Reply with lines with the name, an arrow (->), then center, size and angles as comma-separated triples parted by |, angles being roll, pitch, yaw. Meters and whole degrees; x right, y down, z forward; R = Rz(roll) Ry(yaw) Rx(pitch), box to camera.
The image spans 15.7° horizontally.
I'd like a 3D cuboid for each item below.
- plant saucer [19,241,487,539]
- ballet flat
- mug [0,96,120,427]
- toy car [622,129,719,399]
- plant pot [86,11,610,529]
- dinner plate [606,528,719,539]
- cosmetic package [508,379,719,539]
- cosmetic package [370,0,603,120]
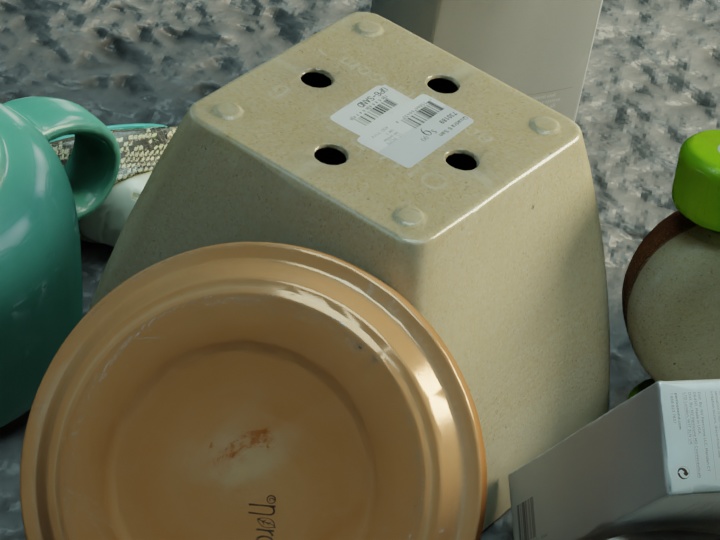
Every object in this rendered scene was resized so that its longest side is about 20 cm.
plant saucer -> -0.047, 0.088, 1.088 | 0.199, 0.202, 0.032 | 18, 0, 11
ballet flat -> -0.087, -0.043, 1.351 | 0.199, 0.068, 0.076 | -11, 57, -29
mug -> -0.204, -0.024, 1.222 | 0.151, 0.115, 0.186 | 7, 48, 5
toy car -> 0.199, -0.013, 1.302 | 0.157, 0.165, 0.200 | 6, 27, -6
plant pot -> 0.000, 0.000, 1.214 | 0.199, 0.178, 0.199 | 30, 41, 26
dinner plate -> 0.153, 0.177, 1.013 | 0.199, 0.024, 0.201 | 13, 44, -13
cosmetic package -> 0.165, 0.089, 1.128 | 0.150, 0.200, 0.052 | 1, 75, -15
cosmetic package -> 0.069, -0.150, 1.405 | 0.106, 0.201, 0.090 | -7, 40, -22
